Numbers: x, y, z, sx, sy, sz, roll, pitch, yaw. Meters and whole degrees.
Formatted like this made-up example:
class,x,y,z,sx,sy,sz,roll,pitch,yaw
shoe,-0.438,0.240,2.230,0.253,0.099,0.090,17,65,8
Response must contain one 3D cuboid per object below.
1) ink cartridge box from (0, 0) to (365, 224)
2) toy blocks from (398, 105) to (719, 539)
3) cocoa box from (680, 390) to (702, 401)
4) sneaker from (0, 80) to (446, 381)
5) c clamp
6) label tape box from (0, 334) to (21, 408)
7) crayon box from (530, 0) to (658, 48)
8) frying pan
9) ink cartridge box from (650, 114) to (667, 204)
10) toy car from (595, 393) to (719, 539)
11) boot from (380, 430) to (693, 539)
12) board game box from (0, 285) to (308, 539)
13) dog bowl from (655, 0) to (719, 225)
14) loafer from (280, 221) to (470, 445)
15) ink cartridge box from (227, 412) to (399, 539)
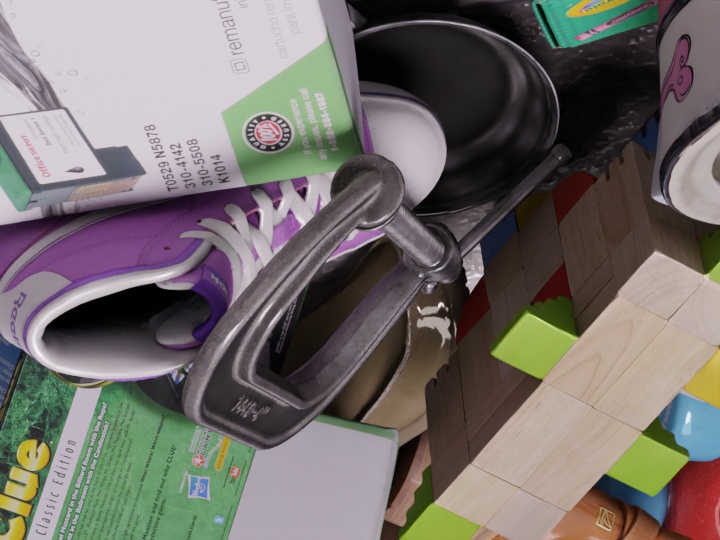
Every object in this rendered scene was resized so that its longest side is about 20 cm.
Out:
class,x,y,z,sx,sy,sz,roll,pitch,yaw
ink cartridge box,-0.111,-0.095,1.016,0.200,0.084,0.146,-10,140,6
toy blocks,0.089,0.014,1.146,0.100,0.137,0.200,27,121,-21
cocoa box,0.240,0.010,1.187,0.200,0.134,0.131,22,167,-37
sneaker,-0.044,-0.007,1.066,0.200,0.114,0.073,-22,116,-14
c clamp,0.000,0.000,1.068,0.171,0.027,0.200,-49,165,6
label tape box,-0.214,0.018,1.185,0.200,0.066,0.143,-22,144,20
crayon box,0.144,-0.165,0.957,0.200,0.119,0.058,-16,164,9
frying pan,-0.007,-0.079,1.127,0.190,0.031,0.115,23,132,-25
ink cartridge box,0.213,-0.088,1.059,0.200,0.160,0.047,10,173,-25
toy car,0.223,0.150,1.356,0.184,0.200,0.177,5,142,-20
boot,0.073,0.146,1.357,0.155,0.074,0.200,22,159,-6
board game box,-0.086,0.040,1.122,0.105,0.200,0.023,22,163,-13
dog bowl,0.188,-0.084,0.922,0.200,0.074,0.200,-12,163,-4
loafer,-0.007,0.049,1.268,0.067,0.076,0.200,0,144,-24
ink cartridge box,-0.074,0.115,1.228,0.145,0.088,0.200,13,164,-6
